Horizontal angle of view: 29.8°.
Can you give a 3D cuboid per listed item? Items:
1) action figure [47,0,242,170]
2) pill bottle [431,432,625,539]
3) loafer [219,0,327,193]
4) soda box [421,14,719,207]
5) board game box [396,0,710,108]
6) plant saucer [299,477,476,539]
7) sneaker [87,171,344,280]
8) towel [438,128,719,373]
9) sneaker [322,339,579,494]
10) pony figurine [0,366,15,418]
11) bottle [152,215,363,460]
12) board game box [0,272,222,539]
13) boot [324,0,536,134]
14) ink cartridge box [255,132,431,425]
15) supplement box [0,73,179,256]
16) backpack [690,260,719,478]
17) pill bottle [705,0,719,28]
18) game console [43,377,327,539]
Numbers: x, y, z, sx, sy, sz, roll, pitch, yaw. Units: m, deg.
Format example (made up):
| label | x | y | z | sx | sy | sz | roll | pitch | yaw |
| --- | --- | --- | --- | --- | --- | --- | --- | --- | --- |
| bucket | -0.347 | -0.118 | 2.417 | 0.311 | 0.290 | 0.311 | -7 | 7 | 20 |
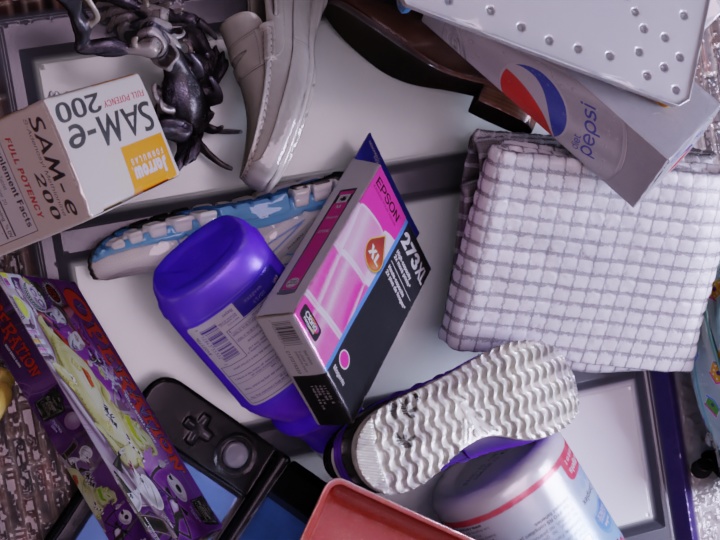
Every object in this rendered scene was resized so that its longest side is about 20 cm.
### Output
| label | x | y | z | sx | sy | sz | roll | pitch | yaw |
| --- | --- | --- | --- | --- | --- | --- | --- | --- | --- |
| action figure | -0.153 | -0.144 | 0.904 | 0.201 | 0.101 | 0.120 | 60 | 39 | -47 |
| pill bottle | 0.145 | 0.220 | 0.989 | 0.108 | 0.109 | 0.201 | -34 | 100 | -13 |
| loafer | -0.065 | -0.152 | 0.933 | 0.069 | 0.070 | 0.202 | 13 | 68 | -16 |
| soda box | 0.138 | -0.140 | 0.904 | 0.200 | 0.064 | 0.068 | 43 | 62 | 10 |
| board game box | 0.133 | -0.223 | 0.850 | 0.198 | 0.026 | 0.202 | 17 | 77 | -13 |
| plant saucer | 0.013 | 0.258 | 0.886 | 0.199 | 0.037 | 0.201 | 27 | 85 | -23 |
| sneaker | -0.088 | -0.008 | 0.941 | 0.198 | 0.075 | 0.088 | -13 | 100 | -15 |
| towel | 0.158 | -0.015 | 0.984 | 0.197 | 0.086 | 0.168 | 5 | 113 | -11 |
| sneaker | 0.057 | 0.102 | 0.939 | 0.198 | 0.099 | 0.070 | -15 | 84 | -31 |
| pony figurine | -0.291 | 0.141 | 0.840 | 0.165 | 0.193 | 0.202 | 30 | 64 | -17 |
| bottle | -0.058 | 0.055 | 0.919 | 0.083 | 0.065 | 0.201 | -38 | 127 | -2 |
| board game box | -0.167 | 0.092 | 0.863 | 0.032 | 0.120 | 0.201 | -34 | 80 | 5 |
| boot | 0.089 | -0.227 | 0.994 | 0.185 | 0.064 | 0.202 | 27 | 81 | -14 |
| ink cartridge box | 0.000 | 0.000 | 0.915 | 0.095 | 0.037 | 0.201 | 62 | 37 | -31 |
| supplement box | -0.228 | -0.046 | 0.825 | 0.198 | 0.126 | 0.074 | -20 | 99 | 19 |
| backpack | 0.327 | 0.067 | 1.030 | 0.165 | 0.127 | 0.202 | -19 | 93 | -11 |
| pill bottle | 0.170 | -0.247 | 0.936 | 0.110 | 0.110 | 0.200 | -45 | 96 | -11 |
| game console | -0.111 | 0.204 | 0.909 | 0.175 | 0.116 | 0.201 | 38 | 80 | -22 |
